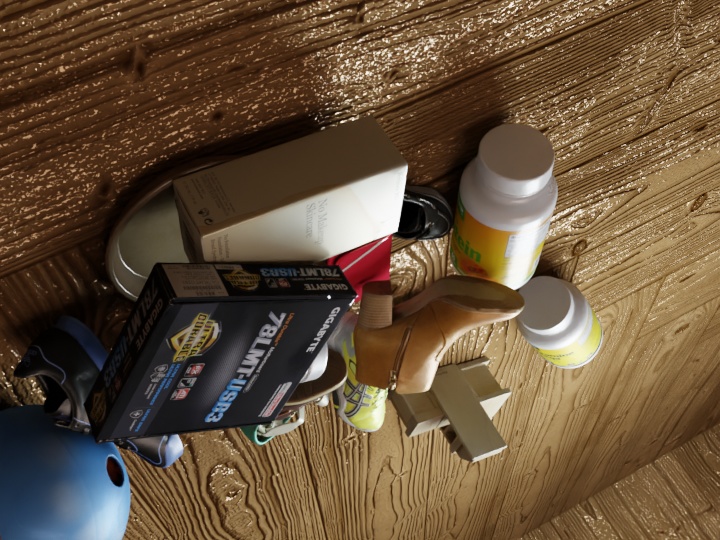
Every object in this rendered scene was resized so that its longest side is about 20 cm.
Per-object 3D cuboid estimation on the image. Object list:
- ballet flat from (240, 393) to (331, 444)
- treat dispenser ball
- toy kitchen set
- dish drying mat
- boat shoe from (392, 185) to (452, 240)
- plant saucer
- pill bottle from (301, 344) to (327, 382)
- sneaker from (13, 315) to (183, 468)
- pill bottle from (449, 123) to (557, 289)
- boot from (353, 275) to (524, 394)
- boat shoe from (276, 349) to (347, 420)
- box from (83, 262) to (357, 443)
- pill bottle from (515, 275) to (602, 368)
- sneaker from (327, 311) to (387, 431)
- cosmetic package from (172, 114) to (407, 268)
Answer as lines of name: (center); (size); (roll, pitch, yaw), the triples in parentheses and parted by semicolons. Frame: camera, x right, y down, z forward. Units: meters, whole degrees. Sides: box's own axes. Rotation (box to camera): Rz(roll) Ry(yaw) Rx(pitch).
ballet flat: (-0.079, 0.167, 1.176); (0.200, 0.071, 0.067); (-40, 149, 12)
treat dispenser ball: (-0.341, 0.240, 0.903); (0.200, 0.201, 0.201); (-24, 149, -15)
toy kitchen set: (0.146, 0.277, 1.458); (0.199, 0.163, 0.181); (-11, 144, -32)
dish drying mat: (0.000, 0.000, 1.007); (0.077, 0.018, 0.200); (-23, 163, -7)
boat shoe: (0.049, -0.061, 0.975); (0.069, 0.057, 0.200); (-45, 148, 19)
plant saucer: (-0.151, -0.040, 0.846); (0.199, 0.030, 0.200); (-23, 149, -15)
pill bottle: (-0.140, 0.099, 0.978); (0.199, 0.112, 0.111); (-7, 142, -36)
sneaker: (-0.262, 0.141, 0.876); (0.078, 0.070, 0.200); (-51, 119, -33)
pill bottle: (0.166, -0.071, 1.016); (0.111, 0.111, 0.200); (-23, 149, -15)
boot: (0.091, 0.083, 1.054); (0.200, 0.071, 0.145); (2, 120, 4)
boat shoe: (-0.108, 0.156, 1.119); (0.199, 0.072, 0.072); (-21, 154, 3)
box: (-0.130, 0.077, 0.815); (0.198, 0.050, 0.200); (3, 134, -40)
pill bottle: (0.308, 0.079, 1.372); (0.112, 0.113, 0.200); (-38, 149, 9)
sneaker: (0.009, 0.145, 1.152); (0.075, 0.076, 0.201); (-50, 141, -36)
cosmetic package: (-0.063, -0.058, 0.805); (0.199, 0.073, 0.104); (-21, 148, -18)
